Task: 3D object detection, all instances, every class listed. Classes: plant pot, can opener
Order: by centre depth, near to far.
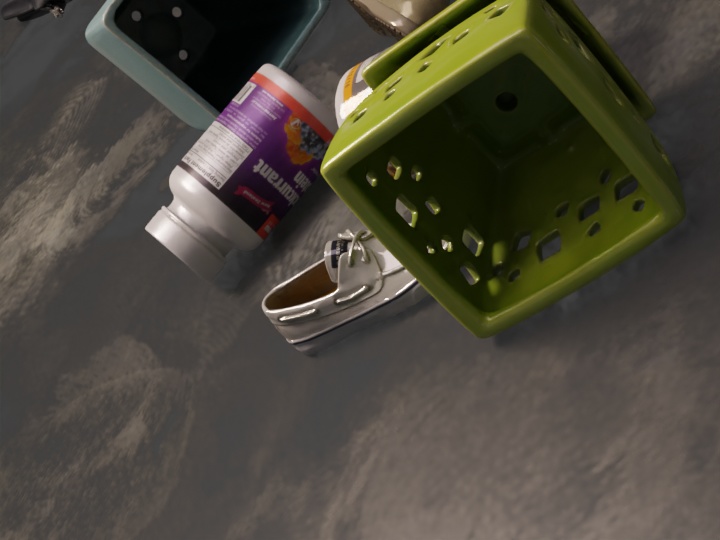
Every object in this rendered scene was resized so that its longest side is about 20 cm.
[{"bbox_3d":[0.110,-0.104,1.296,0.200,0.199,0.182,-33,26,26],"label":"plant pot"},{"bbox_3d":[-0.193,-0.275,1.919,0.196,0.196,0.200,-57,21,-17],"label":"plant pot"},{"bbox_3d":[-0.488,-0.410,2.606,0.200,0.063,0.079,-16,68,58],"label":"can opener"}]

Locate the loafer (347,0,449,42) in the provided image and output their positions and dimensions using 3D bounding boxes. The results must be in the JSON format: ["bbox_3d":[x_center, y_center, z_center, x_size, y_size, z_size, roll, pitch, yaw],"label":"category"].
[{"bbox_3d":[0.034,-0.276,1.728,0.068,0.076,0.200,-46,38,1],"label":"loafer"}]

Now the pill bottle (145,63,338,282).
[{"bbox_3d":[-0.113,-0.090,1.656,0.200,0.111,0.111,-50,29,-3],"label":"pill bottle"}]

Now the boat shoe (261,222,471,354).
[{"bbox_3d":[0.000,0.000,1.436,0.200,0.070,0.071,-29,34,31],"label":"boat shoe"}]

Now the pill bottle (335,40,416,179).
[{"bbox_3d":[0.084,-0.158,1.468,0.199,0.116,0.117,-25,36,36],"label":"pill bottle"}]
